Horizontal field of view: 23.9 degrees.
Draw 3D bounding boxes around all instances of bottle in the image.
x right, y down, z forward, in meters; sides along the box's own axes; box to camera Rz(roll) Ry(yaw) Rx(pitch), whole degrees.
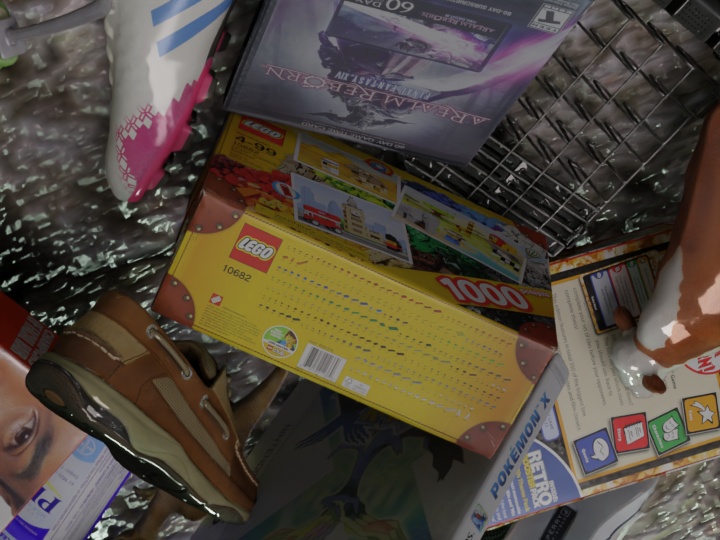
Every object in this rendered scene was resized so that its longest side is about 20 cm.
[{"bbox_3d":[-0.196,0.133,1.029,0.200,0.084,0.065,-54,157,20],"label":"bottle"}]

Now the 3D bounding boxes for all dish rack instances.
[{"bbox_3d":[0.122,-0.105,0.998,0.153,0.055,0.200,31,110,-31],"label":"dish rack"}]

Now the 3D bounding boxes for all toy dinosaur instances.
[{"bbox_3d":[-0.090,0.103,1.033,0.058,0.101,0.200,31,109,-32],"label":"toy dinosaur"}]

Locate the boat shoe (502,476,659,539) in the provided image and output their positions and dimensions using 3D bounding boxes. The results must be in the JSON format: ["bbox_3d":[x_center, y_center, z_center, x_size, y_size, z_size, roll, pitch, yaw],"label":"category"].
[{"bbox_3d":[0.139,0.180,1.141,0.075,0.202,0.086,29,143,12],"label":"boat shoe"}]

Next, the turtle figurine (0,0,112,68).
[{"bbox_3d":[-0.243,-0.102,0.805,0.144,0.200,0.194,-34,159,-34],"label":"turtle figurine"}]

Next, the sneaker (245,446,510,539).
[{"bbox_3d":[0.018,0.156,1.120,0.199,0.076,0.114,-2,116,-24],"label":"sneaker"}]

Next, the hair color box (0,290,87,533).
[{"bbox_3d":[-0.248,0.048,0.927,0.200,0.064,0.111,39,105,-12],"label":"hair color box"}]

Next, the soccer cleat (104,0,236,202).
[{"bbox_3d":[-0.108,-0.134,0.901,0.086,0.070,0.200,24,112,-11],"label":"soccer cleat"}]

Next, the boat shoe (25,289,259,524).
[{"bbox_3d":[-0.097,0.074,0.895,0.074,0.076,0.200,-59,152,-14],"label":"boat shoe"}]

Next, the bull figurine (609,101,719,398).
[{"bbox_3d":[0.222,-0.007,1.015,0.121,0.065,0.200,5,110,-30],"label":"bull figurine"}]

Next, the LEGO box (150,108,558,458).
[{"bbox_3d":[0.000,0.000,0.929,0.200,0.149,0.077,24,114,-8],"label":"LEGO box"}]

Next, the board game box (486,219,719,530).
[{"bbox_3d":[0.146,0.062,1.072,0.200,0.046,0.152,-15,94,-10],"label":"board game box"}]

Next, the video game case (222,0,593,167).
[{"bbox_3d":[0.017,-0.113,0.859,0.143,0.019,0.200,13,156,-10],"label":"video game case"}]

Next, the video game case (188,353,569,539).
[{"bbox_3d":[0.002,0.120,0.975,0.200,0.182,0.022,-9,123,39],"label":"video game case"}]
